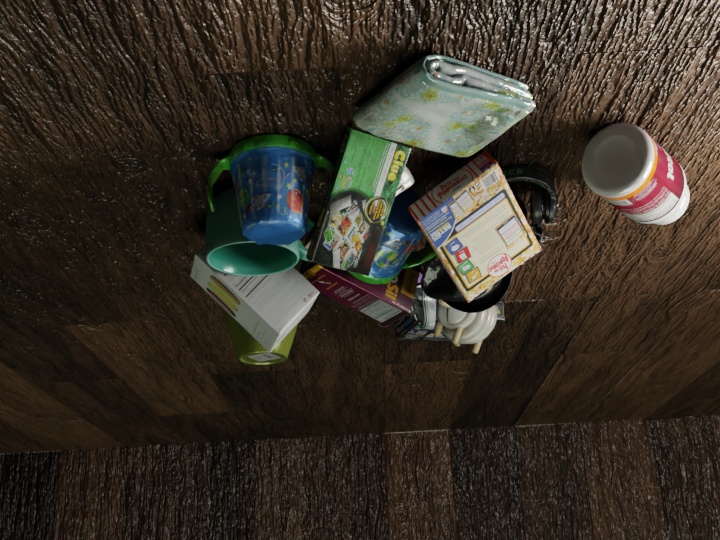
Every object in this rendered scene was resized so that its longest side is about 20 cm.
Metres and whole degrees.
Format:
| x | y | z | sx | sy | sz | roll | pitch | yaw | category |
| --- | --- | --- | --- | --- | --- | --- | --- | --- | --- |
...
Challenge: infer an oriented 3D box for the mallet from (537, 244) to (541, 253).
| x | y | z | sx | sy | sz | roll | pitch | yaw | category |
| --- | --- | --- | --- | --- | --- | --- | --- | --- | --- |
| 0.260 | -0.048 | 1.660 | 0.065 | 0.042 | 0.199 | 7 | -175 | -32 | mallet |

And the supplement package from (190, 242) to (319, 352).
| x | y | z | sx | sy | sz | roll | pitch | yaw | category |
| --- | --- | --- | --- | --- | --- | --- | --- | --- | --- |
| -0.186 | 0.023 | 1.643 | 0.200 | 0.110 | 0.114 | 43 | 155 | 4 | supplement package |

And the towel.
| x | y | z | sx | sy | sz | roll | pitch | yaw | category |
| --- | --- | --- | --- | --- | --- | --- | --- | --- | --- |
| 0.115 | -0.217 | 1.285 | 0.197 | 0.049 | 0.171 | 10 | 155 | -31 | towel |

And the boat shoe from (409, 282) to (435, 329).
| x | y | z | sx | sy | sz | roll | pitch | yaw | category |
| --- | --- | --- | --- | --- | --- | --- | --- | --- | --- |
| 0.121 | 0.065 | 1.938 | 0.070 | 0.073 | 0.201 | 2 | 156 | 6 | boat shoe |

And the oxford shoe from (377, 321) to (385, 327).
| x | y | z | sx | sy | sz | roll | pitch | yaw | category |
| --- | --- | --- | --- | --- | --- | --- | --- | --- | --- |
| 0.059 | 0.044 | 1.847 | 0.070 | 0.074 | 0.201 | -4 | 153 | -5 | oxford shoe |

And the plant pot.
| x | y | z | sx | sy | sz | roll | pitch | yaw | category |
| --- | --- | --- | --- | --- | --- | --- | --- | --- | --- |
| -0.185 | 0.068 | 1.779 | 0.184 | 0.203 | 0.188 | -2 | 159 | -1 | plant pot |

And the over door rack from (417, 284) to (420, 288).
| x | y | z | sx | sy | sz | roll | pitch | yaw | category |
| --- | --- | --- | --- | --- | --- | --- | --- | --- | --- |
| 0.203 | 0.006 | 1.808 | 0.198 | 0.068 | 0.147 | -5 | 165 | -44 | over door rack |

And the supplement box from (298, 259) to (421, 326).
| x | y | z | sx | sy | sz | roll | pitch | yaw | category |
| --- | --- | --- | --- | --- | --- | --- | --- | --- | --- |
| 0.000 | 0.000 | 1.678 | 0.198 | 0.112 | 0.085 | 27 | 149 | -21 | supplement box |

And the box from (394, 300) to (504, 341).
| x | y | z | sx | sy | sz | roll | pitch | yaw | category |
| --- | --- | --- | --- | --- | --- | --- | --- | --- | --- |
| 0.202 | 0.116 | 2.181 | 0.197 | 0.051 | 0.199 | 4 | 158 | -17 | box |

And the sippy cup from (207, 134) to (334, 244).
| x | y | z | sx | sy | sz | roll | pitch | yaw | category |
| --- | --- | --- | --- | --- | --- | --- | --- | --- | --- |
| -0.129 | -0.113 | 1.408 | 0.176 | 0.132 | 0.139 | -15 | 156 | 30 | sippy cup |

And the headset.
| x | y | z | sx | sy | sz | roll | pitch | yaw | category |
| --- | --- | --- | --- | --- | --- | --- | --- | --- | --- |
| 0.274 | -0.114 | 1.581 | 0.122 | 0.095 | 0.200 | -13 | 142 | 24 | headset |

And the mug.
| x | y | z | sx | sy | sz | roll | pitch | yaw | category |
| --- | --- | --- | --- | --- | --- | --- | --- | --- | --- |
| -0.166 | -0.067 | 1.547 | 0.150 | 0.116 | 0.184 | -18 | 156 | 33 | mug |

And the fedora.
| x | y | z | sx | sy | sz | roll | pitch | yaw | category |
| --- | --- | --- | --- | --- | --- | --- | --- | --- | --- |
| 0.166 | -0.007 | 1.640 | 0.091 | 0.203 | 0.199 | -23 | 179 | -45 | fedora |

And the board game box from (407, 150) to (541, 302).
| x | y | z | sx | sy | sz | roll | pitch | yaw | category |
| --- | --- | --- | --- | --- | --- | --- | --- | --- | --- |
| 0.184 | -0.065 | 1.496 | 0.151 | 0.046 | 0.201 | -35 | 128 | 1 | board game box |

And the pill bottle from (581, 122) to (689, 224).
| x | y | z | sx | sy | sz | roll | pitch | yaw | category |
| --- | --- | --- | --- | --- | --- | --- | --- | --- | --- |
| 0.427 | -0.139 | 1.443 | 0.112 | 0.115 | 0.199 | -17 | 156 | 34 | pill bottle |

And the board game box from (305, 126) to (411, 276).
| x | y | z | sx | sy | sz | roll | pitch | yaw | category |
| --- | --- | --- | --- | --- | --- | --- | --- | --- | --- |
| -0.003 | -0.099 | 1.388 | 0.103 | 0.203 | 0.023 | 15 | -170 | -24 | board game box |

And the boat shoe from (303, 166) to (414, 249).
| x | y | z | sx | sy | sz | roll | pitch | yaw | category |
| --- | --- | --- | --- | --- | --- | --- | --- | --- | --- |
| 0.000 | -0.088 | 1.442 | 0.200 | 0.071 | 0.069 | -42 | 107 | 8 | boat shoe |

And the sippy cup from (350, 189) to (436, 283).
| x | y | z | sx | sy | sz | roll | pitch | yaw | category |
| --- | --- | --- | --- | --- | --- | --- | --- | --- | --- |
| 0.040 | -0.068 | 1.549 | 0.176 | 0.141 | 0.130 | -17 | 161 | -39 | sippy cup |

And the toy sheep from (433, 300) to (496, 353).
| x | y | z | sx | sy | sz | roll | pitch | yaw | category |
| --- | --- | --- | --- | --- | --- | --- | --- | --- | --- |
| 0.221 | 0.095 | 2.009 | 0.136 | 0.140 | 0.199 | -14 | 158 | 28 | toy sheep |

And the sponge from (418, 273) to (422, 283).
| x | y | z | sx | sy | sz | roll | pitch | yaw | category |
| --- | --- | --- | --- | --- | --- | --- | --- | --- | --- |
| 0.050 | 0.014 | 1.916 | 0.110 | 0.030 | 0.199 | -15 | 155 | 27 | sponge |
